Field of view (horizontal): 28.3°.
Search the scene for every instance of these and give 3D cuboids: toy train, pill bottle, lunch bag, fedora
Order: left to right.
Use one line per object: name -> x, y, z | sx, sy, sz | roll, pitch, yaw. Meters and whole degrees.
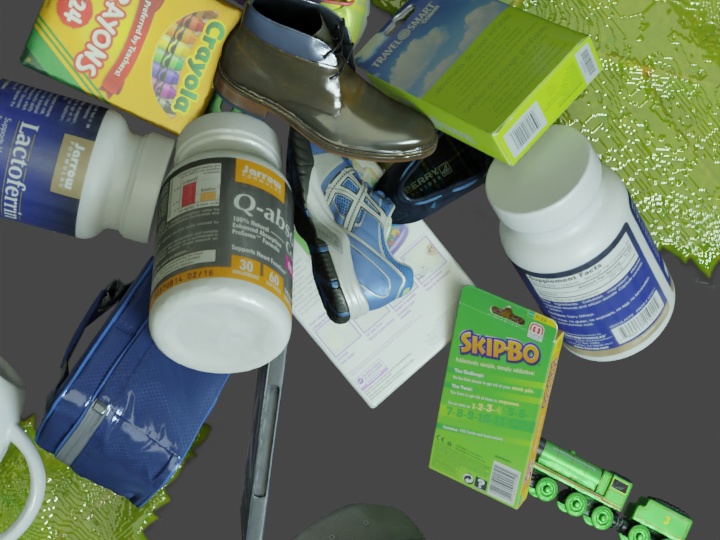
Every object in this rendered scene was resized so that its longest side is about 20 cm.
pill bottle -> -0.266, -0.094, 1.237 | 0.197, 0.116, 0.117 | 15, 96, -5
lunch bag -> -0.189, 0.084, 1.232 | 0.132, 0.136, 0.201 | 34, 57, -8
pill bottle -> -0.112, -0.026, 1.179 | 0.115, 0.117, 0.202 | 2, 53, -4
fedora -> -0.002, 0.273, 1.293 | 0.198, 0.178, 0.091 | -20, 55, -18
pill bottle -> 0.188, -0.023, 1.225 | 0.115, 0.116, 0.201 | -35, 131, 1
toy train -> 0.222, 0.212, 1.343 | 0.198, 0.042, 0.057 | 28, 84, -6

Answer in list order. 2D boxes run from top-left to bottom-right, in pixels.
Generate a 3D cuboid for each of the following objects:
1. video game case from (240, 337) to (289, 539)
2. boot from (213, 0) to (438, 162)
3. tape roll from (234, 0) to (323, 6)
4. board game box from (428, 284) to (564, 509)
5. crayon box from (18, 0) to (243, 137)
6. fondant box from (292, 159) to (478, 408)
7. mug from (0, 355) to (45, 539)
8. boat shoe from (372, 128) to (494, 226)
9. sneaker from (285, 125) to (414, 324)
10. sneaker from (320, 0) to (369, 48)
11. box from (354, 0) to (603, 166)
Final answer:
video game case -> -0.085, 0.134, 1.260 | 0.019, 0.143, 0.203 | 6, 96, -6
boot -> -0.021, -0.158, 1.175 | 0.197, 0.075, 0.097 | 18, 139, -3
tape roll -> -0.067, -0.321, 1.191 | 0.198, 0.065, 0.203 | -9, 72, 30
board game box -> 0.120, 0.110, 1.272 | 0.095, 0.030, 0.202 | 23, 125, 23
crayon box -> -0.185, -0.200, 1.262 | 0.198, 0.051, 0.128 | 23, 94, -6
fondant box -> 0.000, 0.000, 1.294 | 0.144, 0.058, 0.201 | -40, 98, 1
mug -> -0.362, 0.157, 1.239 | 0.200, 0.148, 0.176 | 41, 88, 6
boat shoe -> 0.099, -0.102, 1.255 | 0.084, 0.069, 0.200 | 48, 68, -7
sneaker -> -0.015, -0.051, 1.209 | 0.076, 0.076, 0.202 | -13, 67, -12
sneaker -> -0.021, -0.278, 1.244 | 0.077, 0.090, 0.203 | 7, 97, -5
box -> 0.095, -0.176, 1.224 | 0.122, 0.199, 0.048 | -46, 134, -10
